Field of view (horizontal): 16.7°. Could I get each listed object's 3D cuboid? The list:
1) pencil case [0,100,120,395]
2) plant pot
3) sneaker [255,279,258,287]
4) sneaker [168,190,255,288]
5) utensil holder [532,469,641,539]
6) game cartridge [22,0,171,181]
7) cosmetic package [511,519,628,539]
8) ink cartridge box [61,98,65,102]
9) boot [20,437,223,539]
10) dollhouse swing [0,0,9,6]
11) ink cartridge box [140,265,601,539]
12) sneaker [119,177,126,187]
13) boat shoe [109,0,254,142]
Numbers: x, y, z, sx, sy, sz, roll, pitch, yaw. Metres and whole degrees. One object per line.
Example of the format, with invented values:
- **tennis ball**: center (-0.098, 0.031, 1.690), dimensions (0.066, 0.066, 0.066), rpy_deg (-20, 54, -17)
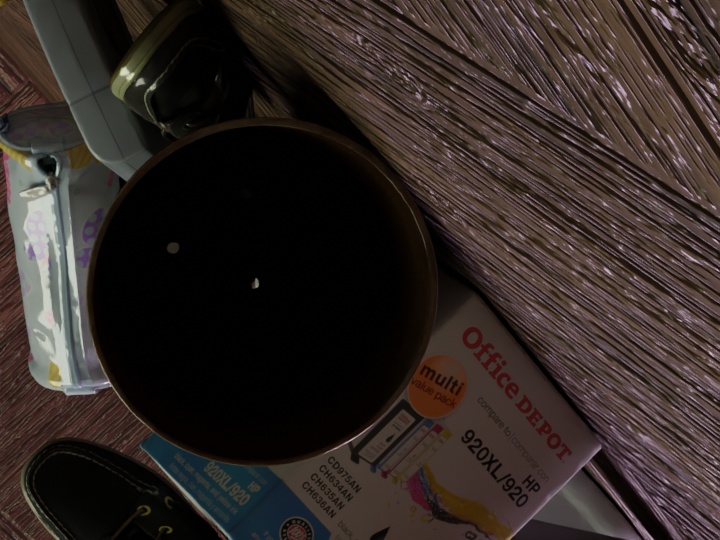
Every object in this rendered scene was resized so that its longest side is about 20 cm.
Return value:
- **pencil case**: center (-0.196, -0.016, 1.668), dimensions (0.091, 0.083, 0.200), rpy_deg (-117, 20, -58)
- **plant pot**: center (-0.066, -0.004, 1.388), dimensions (0.187, 0.187, 0.200), rpy_deg (48, 180, -13)
- **sneaker**: center (-0.089, -0.057, 1.715), dimensions (0.200, 0.074, 0.116), rpy_deg (45, 178, 33)
- **sneaker**: center (-0.123, -0.026, 1.627), dimensions (0.130, 0.079, 0.199), rpy_deg (-60, -25, -61)
- **utensil holder**: center (0.075, 0.210, 1.713), dimensions (0.170, 0.200, 0.170), rpy_deg (46, 175, 5)
- **game cartridge**: center (-0.168, -0.145, 1.498), dimensions (0.133, 0.041, 0.200), rpy_deg (59, -173, -77)
- **cosmetic package**: center (0.116, 0.220, 1.557), dimensions (0.200, 0.107, 0.090), rpy_deg (13, -164, -36)
- **ink cartridge box**: center (-0.173, -0.093, 1.880), dimensions (0.200, 0.116, 0.068), rpy_deg (42, 173, 34)
- **boot**: center (-0.117, 0.173, 1.450), dimensions (0.200, 0.073, 0.151), rpy_deg (43, 174, -2)
- **dollhouse swing**: center (-0.352, -0.256, 1.774), dimensions (0.182, 0.176, 0.200), rpy_deg (45, 175, 22)
- **ink cartridge box**: center (0.007, 0.105, 1.461), dimensions (0.147, 0.200, 0.145), rpy_deg (50, 172, -29)
- **sneaker**: center (-0.157, -0.040, 1.749), dimensions (0.067, 0.090, 0.200), rpy_deg (8, 120, 34)
- **boat shoe**: center (-0.093, -0.107, 1.427), dimensions (0.066, 0.072, 0.201), rpy_deg (41, 180, 5)
